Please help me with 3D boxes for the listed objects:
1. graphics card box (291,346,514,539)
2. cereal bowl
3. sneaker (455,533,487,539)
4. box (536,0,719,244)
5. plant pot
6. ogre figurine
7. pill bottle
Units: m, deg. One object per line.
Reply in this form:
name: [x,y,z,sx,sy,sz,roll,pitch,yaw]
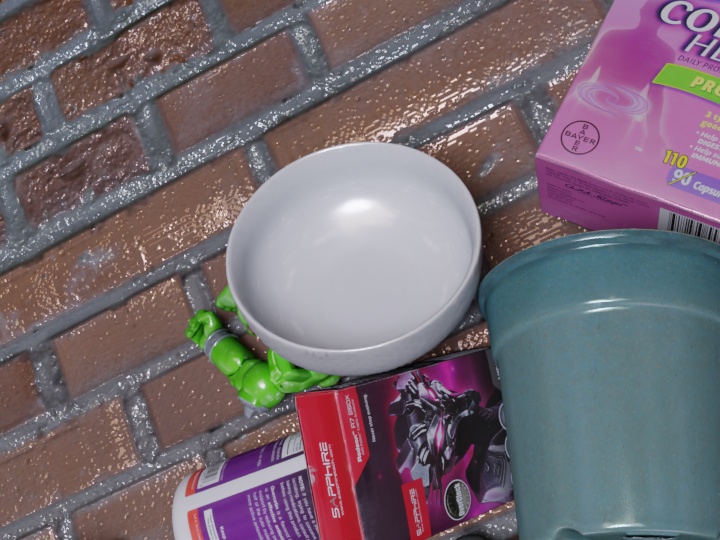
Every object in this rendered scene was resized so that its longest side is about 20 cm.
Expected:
graphics card box: [0.047,0.135,0.800,0.051,0.199,0.126,-14,86,45]
cereal bowl: [0.000,0.000,0.817,0.199,0.084,0.201,-7,53,9]
sneaker: [0.114,0.291,0.787,0.075,0.091,0.201,1,55,-24]
box: [0.257,-0.118,0.802,0.175,0.097,0.201,24,74,21]
plant pot: [0.183,0.104,0.740,0.199,0.200,0.197,-6,62,18]
ogre figurine: [-0.061,0.049,0.913,0.199,0.098,0.121,-21,63,2]
pill bottle: [-0.050,0.195,0.875,0.199,0.112,0.113,-22,75,14]
